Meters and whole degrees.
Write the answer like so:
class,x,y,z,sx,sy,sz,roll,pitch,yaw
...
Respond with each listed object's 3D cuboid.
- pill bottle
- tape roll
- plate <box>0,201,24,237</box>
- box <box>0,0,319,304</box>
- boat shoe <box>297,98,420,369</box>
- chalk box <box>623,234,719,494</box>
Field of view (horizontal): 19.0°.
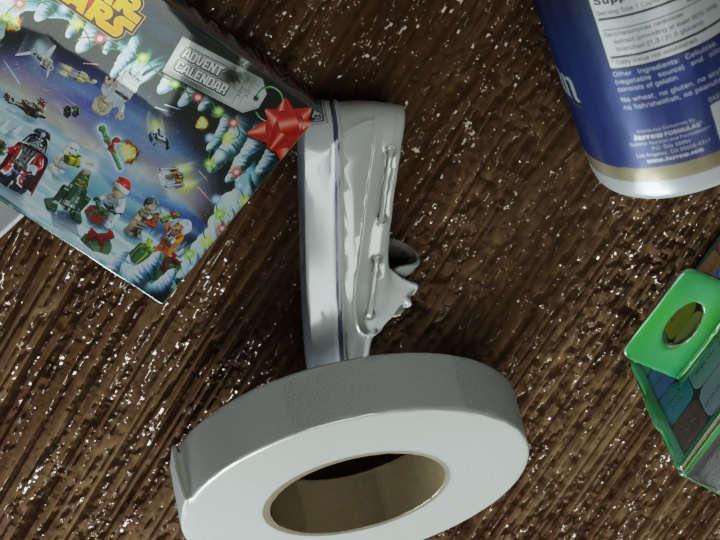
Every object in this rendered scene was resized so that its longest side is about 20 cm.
class,x,y,z,sx,sy,sz,roll,pitch,yaw
pill bottle,0.144,-0.148,1.102,0.110,0.111,0.201,-21,119,2
tape roll,-0.006,0.109,1.198,0.201,0.037,0.203,-11,152,-6
plate,-0.238,-0.102,1.110,0.200,0.032,0.200,-40,116,12
box,-0.139,-0.090,1.093,0.200,0.040,0.137,34,106,-24
boat shoe,0.000,0.000,1.184,0.065,0.072,0.201,-4,111,-5
chalk box,0.240,0.058,1.220,0.199,0.124,0.125,28,111,-20
